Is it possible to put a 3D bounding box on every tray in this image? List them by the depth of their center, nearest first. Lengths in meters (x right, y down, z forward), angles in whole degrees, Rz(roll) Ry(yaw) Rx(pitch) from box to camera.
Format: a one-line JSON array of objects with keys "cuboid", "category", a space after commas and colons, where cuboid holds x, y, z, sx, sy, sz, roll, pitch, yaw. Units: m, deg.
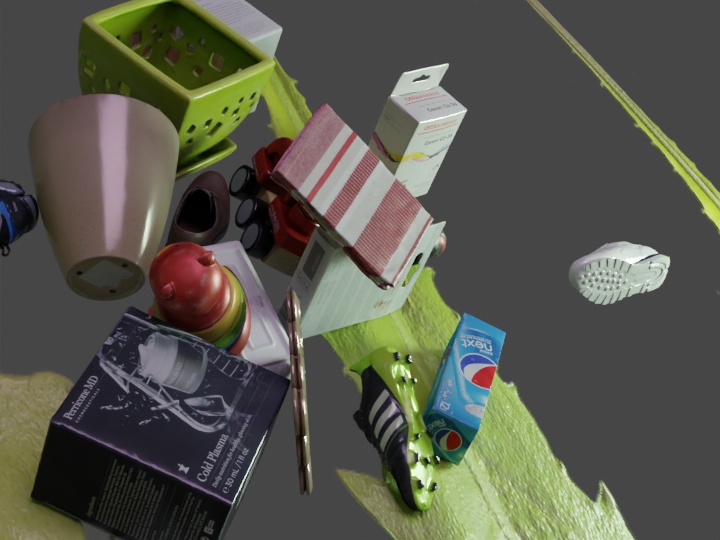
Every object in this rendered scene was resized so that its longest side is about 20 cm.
[{"cuboid": [-0.145, 0.048, 1.539, 0.107, 0.022, 0.201, -11, 63, -40], "category": "tray"}]

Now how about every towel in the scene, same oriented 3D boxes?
[{"cuboid": [-0.007, -0.088, 1.517, 0.200, 0.023, 0.145, 46, 47, -14], "category": "towel"}]

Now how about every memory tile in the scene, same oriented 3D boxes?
[{"cuboid": [-0.068, 0.135, 1.412, 0.017, 0.155, 0.201, -4, 42, -3], "category": "memory tile"}]

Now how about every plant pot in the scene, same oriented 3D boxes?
[{"cuboid": [-0.307, -0.073, 1.521, 0.185, 0.188, 0.202, 8, 52, -22], "category": "plant pot"}, {"cuboid": [-0.263, -0.237, 1.723, 0.198, 0.183, 0.200, 36, 38, 16], "category": "plant pot"}]

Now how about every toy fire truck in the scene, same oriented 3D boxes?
[{"cuboid": [-0.081, -0.121, 1.644, 0.128, 0.200, 0.177, 27, 30, -34], "category": "toy fire truck"}]

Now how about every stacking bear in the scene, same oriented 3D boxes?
[{"cuboid": [-0.183, 0.031, 1.406, 0.121, 0.200, 0.114, -34, 73, -10], "category": "stacking bear"}]

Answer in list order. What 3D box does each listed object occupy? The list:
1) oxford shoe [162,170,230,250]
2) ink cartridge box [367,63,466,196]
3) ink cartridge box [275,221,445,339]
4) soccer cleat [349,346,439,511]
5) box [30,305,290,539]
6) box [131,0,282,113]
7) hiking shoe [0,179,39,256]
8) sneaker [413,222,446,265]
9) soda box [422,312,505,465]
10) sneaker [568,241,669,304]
[{"cuboid": [-0.202, -0.079, 1.648, 0.072, 0.085, 0.201, 17, 35, -7], "category": "oxford shoe"}, {"cuboid": [0.078, -0.197, 1.855, 0.067, 0.201, 0.116, 43, 40, 24], "category": "ink cartridge box"}, {"cuboid": [0.000, 0.000, 1.603, 0.199, 0.161, 0.047, -16, 53, -42], "category": "ink cartridge box"}, {"cuboid": [0.038, 0.188, 1.481, 0.067, 0.080, 0.202, 25, 46, -52], "category": "soccer cleat"}, {"cuboid": [-0.201, 0.172, 1.310, 0.195, 0.125, 0.201, 23, 36, 1], "category": "box"}, {"cuboid": [-0.238, -0.336, 1.882, 0.199, 0.153, 0.106, 37, 39, 17], "category": "box"}, {"cuboid": [-0.483, -0.095, 1.511, 0.198, 0.075, 0.087, 27, 36, 2], "category": "hiking shoe"}, {"cuboid": [0.038, -0.020, 1.726, 0.198, 0.071, 0.098, -3, 44, -30], "category": "sneaker"}, {"cuboid": [0.125, 0.144, 1.577, 0.064, 0.068, 0.201, 24, 36, 0], "category": "soda box"}, {"cuboid": [0.375, -0.004, 1.914, 0.198, 0.077, 0.080, -3, 33, -39], "category": "sneaker"}]
